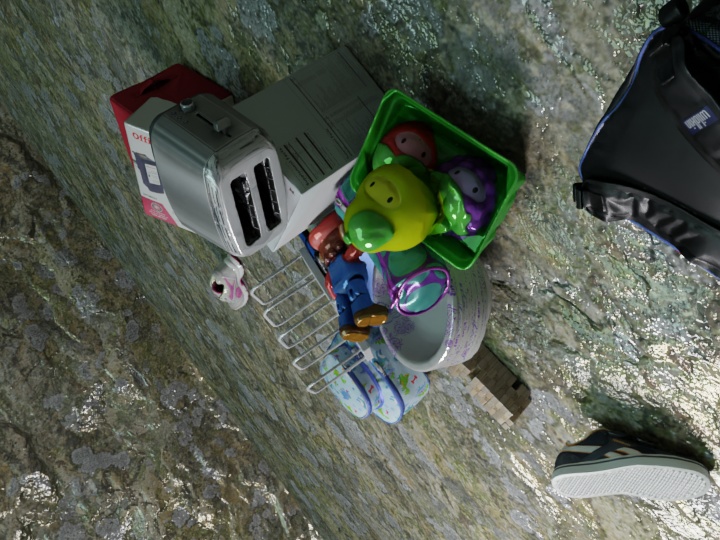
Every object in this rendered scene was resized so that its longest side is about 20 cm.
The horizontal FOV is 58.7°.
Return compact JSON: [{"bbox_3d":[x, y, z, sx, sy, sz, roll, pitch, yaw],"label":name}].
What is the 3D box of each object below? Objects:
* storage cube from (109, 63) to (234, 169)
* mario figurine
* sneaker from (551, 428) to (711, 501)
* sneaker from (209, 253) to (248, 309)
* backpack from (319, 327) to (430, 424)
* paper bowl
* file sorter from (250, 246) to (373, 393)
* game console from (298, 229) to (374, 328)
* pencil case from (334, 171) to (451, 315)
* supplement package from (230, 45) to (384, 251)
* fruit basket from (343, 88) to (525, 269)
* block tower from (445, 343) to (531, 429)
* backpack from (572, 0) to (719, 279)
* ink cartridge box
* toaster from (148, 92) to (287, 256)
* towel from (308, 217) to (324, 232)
[{"bbox_3d":[-0.352,-0.268,1.263,0.179,0.170,0.202,33,146,31],"label":"storage cube"},{"bbox_3d":[-0.004,-0.003,0.943,0.106,0.122,0.203,45,-154,-60],"label":"mario figurine"},{"bbox_3d":[0.356,0.254,0.855,0.197,0.080,0.079,-11,122,34],"label":"sneaker"},{"bbox_3d":[-0.363,0.043,1.727,0.081,0.088,0.202,38,149,26],"label":"sneaker"},{"bbox_3d":[0.021,0.201,1.237,0.200,0.147,0.183,47,155,7],"label":"backpack"},{"bbox_3d":[0.108,0.034,0.909,0.200,0.103,0.205,21,114,58],"label":"paper bowl"},{"bbox_3d":[-0.083,0.090,1.091,0.201,0.124,0.139,56,175,13],"label":"file sorter"},{"bbox_3d":[0.000,0.000,1.104,0.171,0.117,0.201,52,172,51],"label":"game console"},{"bbox_3d":[0.036,-0.040,0.827,0.201,0.091,0.086,58,141,35],"label":"pencil case"},{"bbox_3d":[-0.076,-0.168,0.906,0.148,0.199,0.191,50,152,4],"label":"supplement package"},{"bbox_3d":[0.066,-0.097,0.736,0.215,0.214,0.157,39,118,26],"label":"fruit basket"},{"bbox_3d":[0.184,0.155,1.026,0.200,0.058,0.054,44,152,14],"label":"block tower"},{"bbox_3d":[0.286,-0.086,0.481,0.191,0.153,0.201,51,160,22],"label":"backpack"},{"bbox_3d":[-0.305,-0.173,1.094,0.143,0.085,0.202,20,139,13],"label":"ink cartridge box"},{"bbox_3d":[-0.167,-0.105,0.783,0.128,0.113,0.202,32,144,32],"label":"toaster"},{"bbox_3d":[-0.064,-0.108,1.128,0.201,0.048,0.171,54,150,-1],"label":"towel"}]
